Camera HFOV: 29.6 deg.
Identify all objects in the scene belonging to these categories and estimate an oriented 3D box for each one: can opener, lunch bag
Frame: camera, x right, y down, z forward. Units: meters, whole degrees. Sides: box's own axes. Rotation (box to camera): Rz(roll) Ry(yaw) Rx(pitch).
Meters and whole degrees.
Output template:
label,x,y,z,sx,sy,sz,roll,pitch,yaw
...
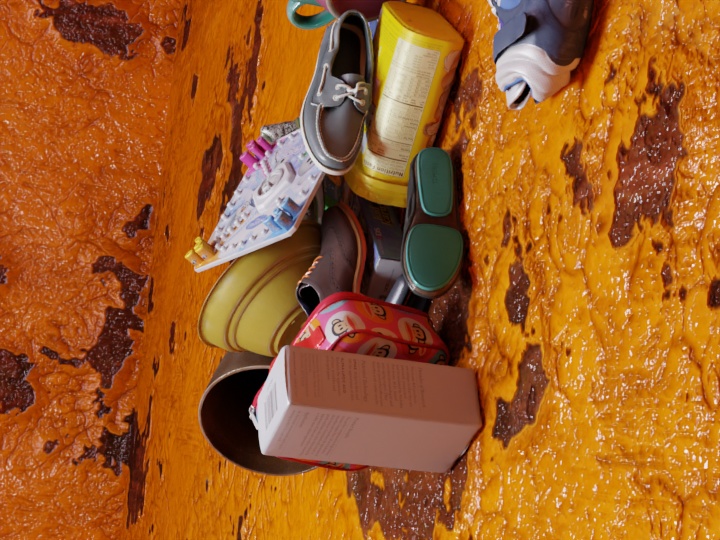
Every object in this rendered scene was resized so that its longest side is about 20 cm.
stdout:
label,x,y,z,sx,sy,sz,roll,pitch,yaw
can opener,0.026,0.088,1.535,0.079,0.063,0.200,48,130,38
lunch bag,-0.022,0.119,1.435,0.200,0.176,0.082,-55,40,27

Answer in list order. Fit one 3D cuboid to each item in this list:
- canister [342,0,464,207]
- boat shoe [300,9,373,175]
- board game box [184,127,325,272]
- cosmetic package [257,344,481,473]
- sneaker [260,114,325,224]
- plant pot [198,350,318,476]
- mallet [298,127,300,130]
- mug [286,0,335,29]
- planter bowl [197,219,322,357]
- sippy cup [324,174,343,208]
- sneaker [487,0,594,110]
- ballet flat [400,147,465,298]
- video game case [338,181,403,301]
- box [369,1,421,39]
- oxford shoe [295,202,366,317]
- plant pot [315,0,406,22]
label,x,y,z,sx,sy,sz,roll,pitch,yaw
canister,0.045,-0.193,1.565,0.149,0.086,0.200,-116,39,-60
boat shoe,-0.021,-0.203,1.522,0.062,0.073,0.200,126,154,-59
board game box,-0.106,-0.102,1.587,0.200,0.026,0.200,-19,38,48
cosmetic package,0.008,0.138,1.345,0.102,0.199,0.074,119,152,-48
sneaker,-0.091,-0.104,1.731,0.077,0.088,0.201,98,168,-71
plant pot,-0.101,0.132,1.786,0.200,0.186,0.187,-80,9,-53
mallet,-0.047,-0.225,1.710,0.066,0.041,0.200,103,-171,-51
mug,-0.032,-0.427,1.861,0.185,0.114,0.152,142,132,-67
planter bowl,-0.091,0.042,1.628,0.083,0.200,0.201,43,135,22
sippy cup,-0.079,-0.104,1.868,0.178,0.139,0.131,-37,35,42
sneaker,0.144,-0.227,1.265,0.200,0.080,0.147,-135,58,-62
ballet flat,0.076,-0.039,1.447,0.068,0.068,0.200,104,175,-53
video game case,0.000,0.000,1.665,0.200,0.045,0.182,-105,27,-51
box,0.021,-0.235,1.694,0.070,0.064,0.200,-102,26,-47
oxford shoe,-0.035,0.003,1.554,0.071,0.072,0.200,117,154,-49
plant pot,-0.019,-0.395,1.601,0.179,0.200,0.200,59,143,31
